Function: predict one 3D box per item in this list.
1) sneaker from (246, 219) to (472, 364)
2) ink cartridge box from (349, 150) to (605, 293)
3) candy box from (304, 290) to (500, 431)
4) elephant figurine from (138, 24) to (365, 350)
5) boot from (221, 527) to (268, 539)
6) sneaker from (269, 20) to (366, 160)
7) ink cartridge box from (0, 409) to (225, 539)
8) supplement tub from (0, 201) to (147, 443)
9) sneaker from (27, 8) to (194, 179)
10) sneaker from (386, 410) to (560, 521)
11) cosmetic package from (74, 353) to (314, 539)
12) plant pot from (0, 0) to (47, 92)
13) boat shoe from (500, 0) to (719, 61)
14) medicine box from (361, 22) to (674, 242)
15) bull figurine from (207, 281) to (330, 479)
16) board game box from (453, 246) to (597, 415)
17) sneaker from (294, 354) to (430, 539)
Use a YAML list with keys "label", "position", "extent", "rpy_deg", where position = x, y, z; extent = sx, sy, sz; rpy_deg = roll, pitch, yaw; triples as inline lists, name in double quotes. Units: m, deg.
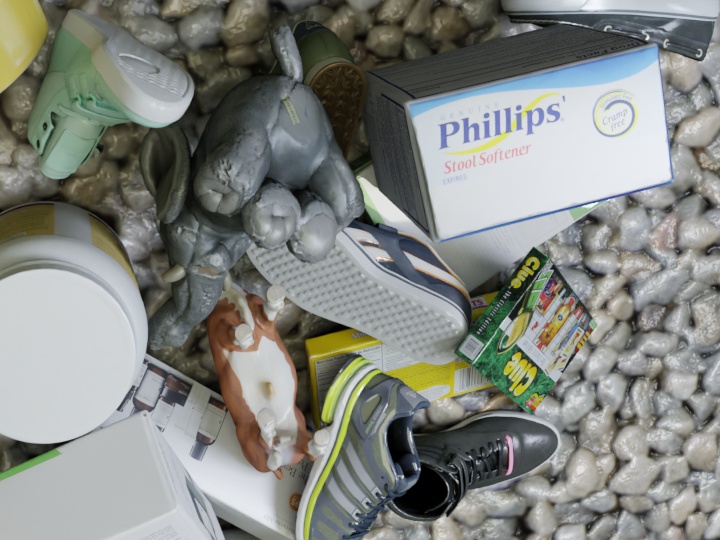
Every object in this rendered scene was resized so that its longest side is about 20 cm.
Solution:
- label: "sneaker"
  position: [0.000, 0.000, 1.042]
  extent: [0.199, 0.080, 0.079]
  rpy_deg: [32, 122, -5]
- label: "ink cartridge box"
  position: [0.102, -0.075, 1.096]
  extent: [0.199, 0.048, 0.146]
  rpy_deg: [-33, 108, -3]
- label: "candy box"
  position: [0.051, 0.076, 1.111]
  extent: [0.198, 0.027, 0.103]
  rpy_deg: [-13, 134, -11]
- label: "elephant figurine"
  position: [-0.104, -0.052, 0.946]
  extent: [0.142, 0.199, 0.156]
  rpy_deg: [49, 53, -18]
- label: "boot"
  position: [-0.176, 0.234, 1.093]
  extent: [0.197, 0.073, 0.184]
  rpy_deg: [1, 117, -7]
- label: "sneaker"
  position: [-0.052, -0.109, 1.041]
  extent: [0.066, 0.090, 0.201]
  rpy_deg: [0, 134, -26]
- label: "ink cartridge box"
  position: [-0.185, 0.203, 0.951]
  extent: [0.144, 0.085, 0.201]
  rpy_deg: [-23, 150, -5]
- label: "supplement tub"
  position: [-0.234, 0.035, 0.961]
  extent: [0.144, 0.200, 0.147]
  rpy_deg: [-3, 104, -13]
- label: "sneaker"
  position: [-0.187, -0.109, 0.944]
  extent: [0.073, 0.200, 0.119]
  rpy_deg: [16, 104, -32]
- label: "sneaker"
  position: [0.094, 0.176, 1.129]
  extent: [0.197, 0.099, 0.072]
  rpy_deg: [-6, 104, -13]
- label: "cosmetic package"
  position: [-0.129, 0.149, 1.077]
  extent: [0.199, 0.051, 0.083]
  rpy_deg: [31, 65, -19]
- label: "plant pot"
  position: [-0.321, -0.210, 0.893]
  extent: [0.200, 0.201, 0.190]
  rpy_deg: [-36, 124, -3]
- label: "boat shoe"
  position: [0.211, -0.207, 1.083]
  extent: [0.197, 0.069, 0.057]
  rpy_deg: [0, 104, -16]
- label: "medicine box"
  position: [0.107, -0.109, 0.958]
  extent: [0.180, 0.200, 0.104]
  rpy_deg: [-14, 107, -7]
- label: "bull figurine"
  position: [-0.087, 0.071, 1.031]
  extent: [0.065, 0.121, 0.202]
  rpy_deg: [-23, 92, -19]
- label: "board game box"
  position: [0.144, 0.056, 1.082]
  extent: [0.105, 0.023, 0.200]
  rpy_deg: [-51, 153, 0]
- label: "sneaker"
  position: [0.003, 0.175, 1.048]
  extent: [0.074, 0.080, 0.202]
  rpy_deg: [-15, 119, -56]
